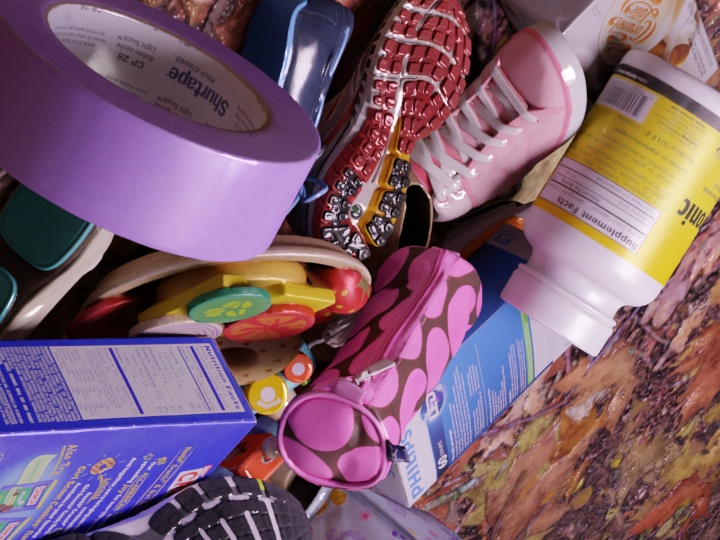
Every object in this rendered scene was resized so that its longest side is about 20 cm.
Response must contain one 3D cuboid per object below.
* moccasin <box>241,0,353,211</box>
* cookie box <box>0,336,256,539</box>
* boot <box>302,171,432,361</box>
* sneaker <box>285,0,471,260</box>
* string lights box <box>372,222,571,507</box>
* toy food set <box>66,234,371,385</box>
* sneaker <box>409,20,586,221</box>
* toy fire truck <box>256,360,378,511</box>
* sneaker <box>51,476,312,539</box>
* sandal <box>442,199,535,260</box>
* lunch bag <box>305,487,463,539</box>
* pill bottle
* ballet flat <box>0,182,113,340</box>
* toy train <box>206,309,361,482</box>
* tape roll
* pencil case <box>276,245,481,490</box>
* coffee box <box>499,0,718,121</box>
[{"bbox_3d":[-0.049,-0.082,1.428,0.068,0.081,0.200,-2,127,-36],"label":"moccasin"},{"bbox_3d":[-0.194,0.118,1.371,0.200,0.075,0.171,1,141,-43],"label":"cookie box"},{"bbox_3d":[0.000,0.000,1.589,0.073,0.075,0.200,-24,142,-38],"label":"boot"},{"bbox_3d":[0.004,-0.108,1.488,0.078,0.082,0.200,33,82,-39],"label":"sneaker"},{"bbox_3d":[0.072,0.068,1.621,0.200,0.059,0.103,-41,140,-30],"label":"string lights box"},{"bbox_3d":[-0.091,0.027,1.444,0.198,0.049,0.200,8,156,-45],"label":"toy food set"},{"bbox_3d":[0.085,-0.095,1.556,0.104,0.075,0.200,-28,166,-24],"label":"sneaker"},{"bbox_3d":[0.014,0.119,1.708,0.200,0.128,0.176,-56,150,-11],"label":"toy fire truck"},{"bbox_3d":[-0.128,0.187,1.411,0.199,0.074,0.081,-13,161,-18],"label":"sneaker"},{"bbox_3d":[0.083,-0.009,1.709,0.206,0.059,0.079,-31,133,9],"label":"sandal"},{"bbox_3d":[0.057,0.253,1.618,0.127,0.200,0.170,-53,148,4],"label":"lunch bag"},{"bbox_3d":[0.184,-0.045,1.560,0.200,0.111,0.111,-58,148,2],"label":"pill bottle"},{"bbox_3d":[-0.200,-0.003,1.350,0.200,0.069,0.069,-48,149,10],"label":"ballet flat"},{"bbox_3d":[-0.065,0.109,1.538,0.200,0.150,0.056,-48,115,-44],"label":"toy train"},{"bbox_3d":[-0.124,-0.087,1.217,0.200,0.200,0.066,3,121,-53],"label":"tape roll"},{"bbox_3d":[0.019,0.058,1.474,0.200,0.090,0.094,-59,160,-51],"label":"pencil case"},{"bbox_3d":[0.181,-0.179,1.615,0.114,0.080,0.200,-45,148,-6],"label":"coffee box"}]
